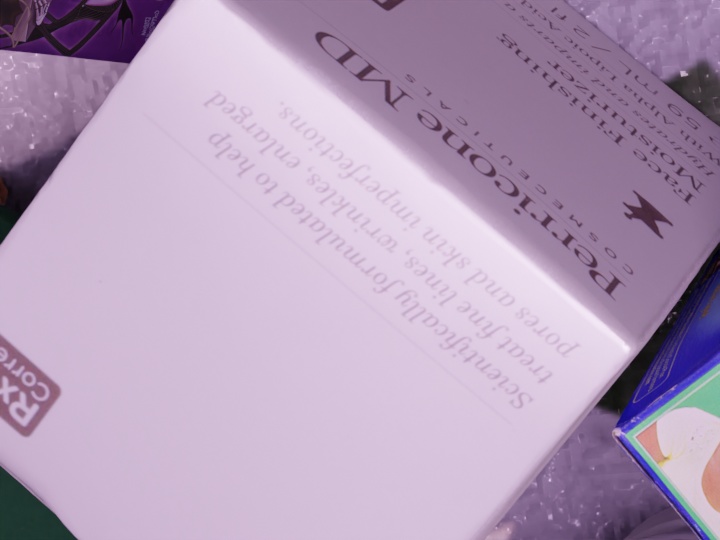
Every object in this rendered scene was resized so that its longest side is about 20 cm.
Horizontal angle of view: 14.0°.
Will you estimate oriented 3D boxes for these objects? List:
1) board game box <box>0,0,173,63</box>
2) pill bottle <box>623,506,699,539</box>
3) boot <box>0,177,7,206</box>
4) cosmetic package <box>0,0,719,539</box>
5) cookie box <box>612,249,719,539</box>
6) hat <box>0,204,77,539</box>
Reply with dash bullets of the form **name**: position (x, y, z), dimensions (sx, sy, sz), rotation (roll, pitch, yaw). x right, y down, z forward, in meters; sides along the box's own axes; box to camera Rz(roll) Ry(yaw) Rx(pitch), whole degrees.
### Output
- **board game box**: position (-0.061, -0.158, 0.933), dimensions (0.032, 0.120, 0.200), rotation (43, 119, 34)
- **pill bottle**: position (0.099, 0.152, 0.925), dimensions (0.115, 0.200, 0.116), rotation (5, 108, 16)
- **boot**: position (-0.234, -0.019, 1.059), dimensions (0.200, 0.075, 0.107), rotation (25, 118, 9)
- **cosmetic package**: position (0.000, 0.000, 0.912), dimensions (0.165, 0.200, 0.165), rotation (39, 114, 3)
- **cookie box**: position (0.185, -0.010, 0.864), dimensions (0.200, 0.171, 0.075), rotation (-40, 93, 25)
- **hat**: position (-0.194, 0.044, 1.029), dimensions (0.200, 0.176, 0.166), rotation (37, 77, -29)
